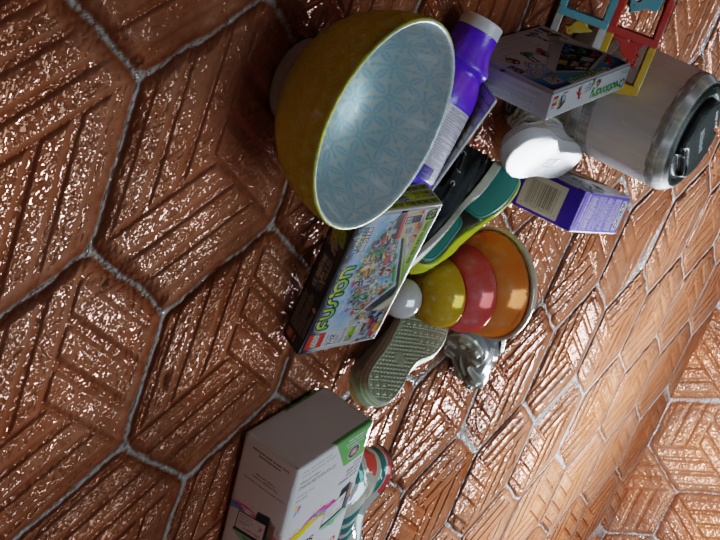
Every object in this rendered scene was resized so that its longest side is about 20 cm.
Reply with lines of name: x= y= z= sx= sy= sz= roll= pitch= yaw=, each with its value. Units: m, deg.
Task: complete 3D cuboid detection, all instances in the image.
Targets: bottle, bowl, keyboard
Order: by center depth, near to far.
bowl: x=-0.016 y=-0.148 z=1.073 sx=0.200 sy=0.107 sz=0.201 roll=-43 pitch=151 yaw=-31
bottle: x=0.081 y=-0.173 z=1.273 sx=0.201 sy=0.065 sz=0.083 roll=-62 pitch=157 yaw=4
keyboard: x=0.083 y=-0.114 z=1.319 sx=0.200 sy=0.011 sz=0.056 roll=-55 pitch=-161 yaw=19

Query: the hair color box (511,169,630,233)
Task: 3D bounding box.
hair color box: x=0.288 y=-0.101 z=1.680 sx=0.200 sy=0.109 sz=0.065 roll=1 pitch=115 yaw=-62

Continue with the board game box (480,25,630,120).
board game box: x=0.207 y=-0.228 z=1.376 sx=0.200 sy=0.126 sz=0.035 roll=-25 pitch=138 yaw=-49

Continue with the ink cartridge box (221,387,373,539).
ink cartridge box: x=-0.078 y=0.259 z=1.422 sx=0.145 sy=0.084 sz=0.201 roll=-27 pitch=140 yaw=-49

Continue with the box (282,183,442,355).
box: x=0.000 y=0.000 z=1.269 sx=0.110 sy=0.035 sz=0.201 roll=-11 pitch=140 yaw=-37

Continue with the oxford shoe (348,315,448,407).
oxford shoe: x=0.046 y=0.101 z=1.522 sx=0.058 sy=0.075 sz=0.200 roll=-25 pitch=-164 yaw=47

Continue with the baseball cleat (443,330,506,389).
baseball cleat: x=0.165 y=0.099 z=1.734 sx=0.107 sy=0.069 sz=0.200 roll=-59 pitch=165 yaw=-18

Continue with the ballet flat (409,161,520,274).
ballet flat: x=0.115 y=-0.062 z=1.474 sx=0.200 sy=0.067 sz=0.067 roll=-41 pitch=171 yaw=-28

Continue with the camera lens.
camera lens: x=0.356 y=-0.210 z=1.581 sx=0.160 sy=0.199 sz=0.161 roll=-42 pitch=150 yaw=-32

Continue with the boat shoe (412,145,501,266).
boat shoe: x=0.084 y=-0.077 z=1.385 sx=0.199 sy=0.066 sz=0.075 roll=-48 pitch=-179 yaw=-26

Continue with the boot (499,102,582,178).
boot: x=0.199 y=-0.168 z=1.473 sx=0.073 sy=0.096 sz=0.200 roll=-39 pitch=162 yaw=19

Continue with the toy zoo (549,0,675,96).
toy zoo: x=0.300 y=-0.299 z=1.471 sx=0.020 sy=0.130 sz=0.201 roll=-60 pitch=170 yaw=-68

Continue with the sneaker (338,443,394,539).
sneaker: x=-0.035 y=0.316 z=1.604 sx=0.093 sy=0.070 sz=0.201 roll=10 pitch=111 yaw=-45

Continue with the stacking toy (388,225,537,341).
stacking toy: x=0.107 y=0.022 z=1.498 sx=0.199 sy=0.146 sz=0.147 roll=-5 pitch=124 yaw=-40
